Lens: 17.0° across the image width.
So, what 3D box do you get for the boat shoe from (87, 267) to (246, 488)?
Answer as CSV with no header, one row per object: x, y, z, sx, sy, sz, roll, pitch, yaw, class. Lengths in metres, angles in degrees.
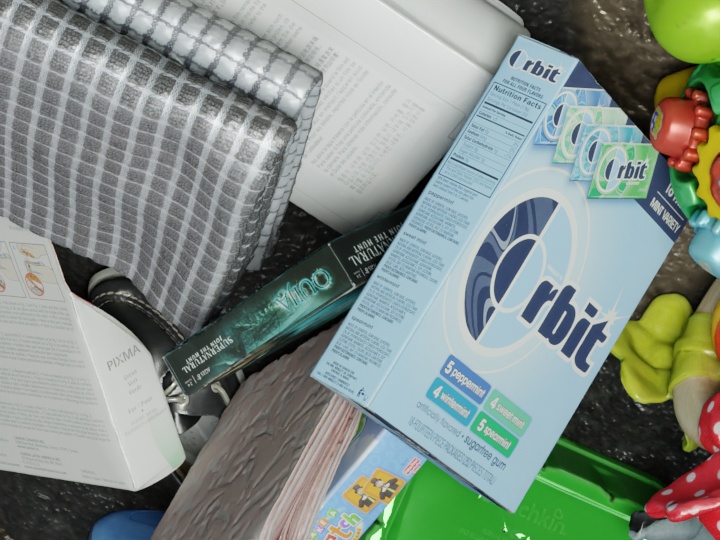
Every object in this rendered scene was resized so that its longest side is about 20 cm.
-0.109,0.084,1.484,0.074,0.060,0.200,-12,126,25,boat shoe

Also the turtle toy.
0.202,-0.077,1.205,0.145,0.101,0.201,-17,96,37,turtle toy

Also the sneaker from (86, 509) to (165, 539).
-0.076,0.191,1.559,0.200,0.066,0.078,22,145,-9,sneaker

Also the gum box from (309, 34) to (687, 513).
0.079,0.006,1.237,0.044,0.200,0.170,28,174,37,gum box

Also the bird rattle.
0.200,0.052,1.286,0.112,0.200,0.163,28,108,-10,bird rattle

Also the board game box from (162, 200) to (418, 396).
0.000,0.000,1.293,0.135,0.200,0.028,-34,86,37,board game box

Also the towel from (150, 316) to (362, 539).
-0.056,0.117,1.349,0.032,0.191,0.200,37,149,-13,towel

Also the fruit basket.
0.074,0.164,1.474,0.215,0.156,0.216,24,176,2,fruit basket

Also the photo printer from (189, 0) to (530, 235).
-0.035,-0.122,1.274,0.200,0.070,0.166,32,133,-11,photo printer

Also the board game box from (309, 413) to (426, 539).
-0.018,0.114,1.387,0.037,0.151,0.200,34,113,-15,board game box

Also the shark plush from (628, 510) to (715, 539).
0.241,0.159,1.393,0.091,0.084,0.200,-30,142,29,shark plush

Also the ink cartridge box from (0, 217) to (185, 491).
-0.200,0.031,1.451,0.161,0.050,0.201,4,116,44,ink cartridge box

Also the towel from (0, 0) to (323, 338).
-0.118,-0.063,1.249,0.165,0.086,0.200,25,148,2,towel
